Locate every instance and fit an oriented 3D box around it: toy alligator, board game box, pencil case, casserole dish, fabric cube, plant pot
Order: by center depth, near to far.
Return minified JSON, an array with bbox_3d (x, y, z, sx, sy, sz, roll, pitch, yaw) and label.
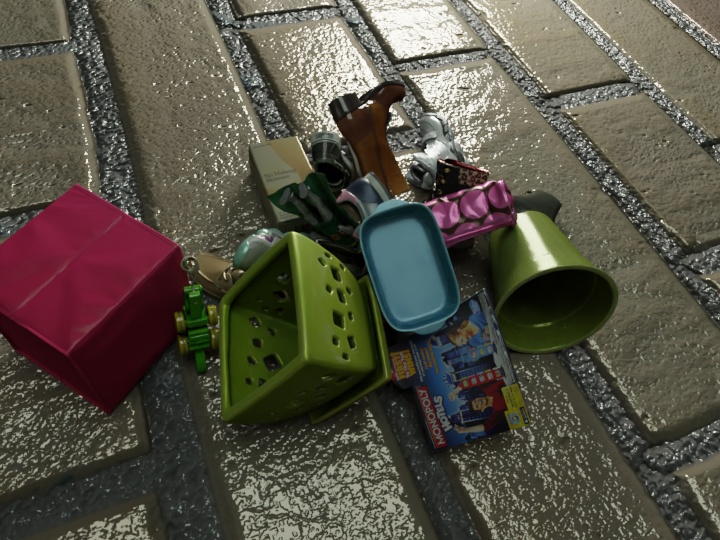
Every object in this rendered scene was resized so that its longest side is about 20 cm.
[{"bbox_3d":[-0.073,0.098,0.788,0.181,0.199,0.201,22,44,-37],"label":"plant pot"},{"bbox_3d":[-0.383,0.042,0.799,0.199,0.197,0.200,29,58,11],"label":"fabric cube"},{"bbox_3d":[-0.245,0.058,0.824,0.059,0.202,0.054,-10,30,-23],"label":"toy alligator"},{"bbox_3d":[0.070,-0.004,0.826,0.120,0.039,0.202,-18,86,-6],"label":"casserole dish"},{"bbox_3d":[0.128,0.156,0.843,0.198,0.062,0.202,-20,75,14],"label":"board game box"},{"bbox_3d":[0.166,-0.083,0.947,0.198,0.091,0.094,-21,34,8],"label":"pencil case"},{"bbox_3d":[0.299,0.002,0.947,0.198,0.201,0.191,2,43,-7],"label":"plant pot"}]

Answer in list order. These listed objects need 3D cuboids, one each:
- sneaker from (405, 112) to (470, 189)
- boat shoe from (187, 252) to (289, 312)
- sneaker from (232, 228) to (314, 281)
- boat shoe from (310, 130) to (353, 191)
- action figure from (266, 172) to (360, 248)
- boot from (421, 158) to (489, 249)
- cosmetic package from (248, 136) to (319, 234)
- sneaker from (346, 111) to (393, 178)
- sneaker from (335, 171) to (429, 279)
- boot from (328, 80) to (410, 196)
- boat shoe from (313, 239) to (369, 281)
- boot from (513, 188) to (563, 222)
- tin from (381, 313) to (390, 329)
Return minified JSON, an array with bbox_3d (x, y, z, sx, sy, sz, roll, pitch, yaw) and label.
[{"bbox_3d":[0.140,-0.244,1.150,0.114,0.075,0.201,-13,61,-20],"label":"sneaker"},{"bbox_3d":[-0.199,0.015,0.923,0.199,0.065,0.072,25,55,10],"label":"boat shoe"},{"bbox_3d":[-0.099,0.000,0.897,0.140,0.078,0.199,43,27,20],"label":"sneaker"},{"bbox_3d":[-0.055,-0.180,1.018,0.070,0.200,0.064,-4,77,8],"label":"boat shoe"},{"bbox_3d":[-0.054,-0.080,0.952,0.117,0.200,0.055,-11,57,31],"label":"action figure"},{"bbox_3d":[0.129,-0.128,1.014,0.198,0.152,0.073,13,24,-2],"label":"boot"},{"bbox_3d":[-0.135,-0.152,1.048,0.104,0.071,0.201,-16,59,-18],"label":"cosmetic package"},{"bbox_3d":[0.034,-0.246,1.110,0.069,0.109,0.201,-3,53,-30],"label":"sneaker"},{"bbox_3d":[0.035,-0.052,0.886,0.082,0.070,0.201,-30,81,-6],"label":"sneaker"},{"bbox_3d":[0.051,-0.242,1.045,0.188,0.068,0.201,-31,98,-43],"label":"boot"},{"bbox_3d":[-0.001,-0.001,0.880,0.199,0.066,0.072,14,42,-29],"label":"boat shoe"},{"bbox_3d":[0.297,-0.135,1.106,0.199,0.078,0.139,36,52,1],"label":"boot"},{"bbox_3d":[0.059,0.027,0.971,0.199,0.042,0.112,-28,67,-25],"label":"tin"}]
